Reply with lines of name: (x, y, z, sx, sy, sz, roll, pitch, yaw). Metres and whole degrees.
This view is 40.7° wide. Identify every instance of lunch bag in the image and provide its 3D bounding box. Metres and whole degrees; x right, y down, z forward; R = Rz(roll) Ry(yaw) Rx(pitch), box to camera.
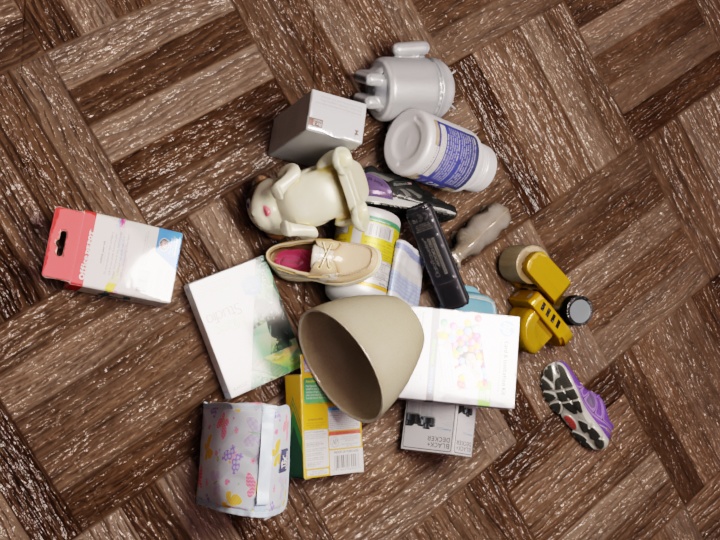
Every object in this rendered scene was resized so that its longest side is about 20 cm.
lunch bag: (-0.172, 0.290, 1.499, 0.126, 0.200, 0.171, 6, 80, -23)

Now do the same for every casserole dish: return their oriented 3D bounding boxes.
casserole dish: (0.200, 0.126, 1.782, 0.120, 0.039, 0.202, 8, 81, -23)

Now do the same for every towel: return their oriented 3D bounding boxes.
towel: (0.076, 0.055, 1.691, 0.024, 0.147, 0.202, 6, 80, 20)

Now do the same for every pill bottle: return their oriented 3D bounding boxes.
pill bottle: (0.149, -0.207, 1.741, 0.199, 0.119, 0.121, 14, 77, -41)
pill bottle: (0.000, 0.000, 1.665, 0.112, 0.113, 0.202, 15, 77, -22)

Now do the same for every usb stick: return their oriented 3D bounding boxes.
usb stick: (0.136, -0.023, 1.712, 0.201, 0.055, 0.033, 67, 25, -13)

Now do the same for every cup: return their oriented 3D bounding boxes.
cup: (0.018, 0.117, 1.533, 0.143, 0.200, 0.201, -31, 96, -29)

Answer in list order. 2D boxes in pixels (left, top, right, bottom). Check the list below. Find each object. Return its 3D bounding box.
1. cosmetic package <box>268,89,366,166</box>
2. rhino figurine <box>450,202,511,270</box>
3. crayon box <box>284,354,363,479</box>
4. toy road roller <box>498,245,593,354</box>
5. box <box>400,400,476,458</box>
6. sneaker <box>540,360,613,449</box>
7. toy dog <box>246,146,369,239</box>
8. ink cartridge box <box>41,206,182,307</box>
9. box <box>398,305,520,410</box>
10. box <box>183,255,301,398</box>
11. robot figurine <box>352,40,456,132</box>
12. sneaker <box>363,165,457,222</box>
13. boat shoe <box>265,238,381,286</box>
cosmetic package: (-0.075, -0.232, 1.612, 0.101, 0.200, 0.075, 12, 78, -23)
rhino figurine: (0.201, -0.055, 1.778, 0.200, 0.087, 0.060, -43, 100, -22)
crayon box: (-0.061, 0.241, 1.625, 0.125, 0.051, 0.202, 2, 83, -38)
toy road roller: (0.319, 0.063, 1.803, 0.146, 0.123, 0.200, -44, 103, -11)
box: (0.143, 0.220, 1.694, 0.060, 0.116, 0.202, 19, 75, -48)
sneaker: (0.418, 0.250, 1.859, 0.201, 0.080, 0.083, 56, 49, -16)
toy dog: (-0.096, -0.126, 1.602, 0.198, 0.194, 0.140, -15, 112, 15)
ink cartridge box: (-0.389, -0.020, 1.512, 0.198, 0.067, 0.117, 14, 77, -23)
box: (0.163, 0.147, 1.629, 0.198, 0.041, 0.157, 7, 79, -5)
box: (-0.191, 0.093, 1.607, 0.143, 0.036, 0.202, -22, 95, -26)
robot figurine: (0.087, -0.327, 1.747, 0.198, 0.113, 0.171, -4, 112, -25)
sneaker: (0.088, -0.142, 1.748, 0.198, 0.076, 0.088, 10, 73, -23)
boat shoe: (-0.065, -0.016, 1.595, 0.069, 0.198, 0.074, 37, 53, -61)
